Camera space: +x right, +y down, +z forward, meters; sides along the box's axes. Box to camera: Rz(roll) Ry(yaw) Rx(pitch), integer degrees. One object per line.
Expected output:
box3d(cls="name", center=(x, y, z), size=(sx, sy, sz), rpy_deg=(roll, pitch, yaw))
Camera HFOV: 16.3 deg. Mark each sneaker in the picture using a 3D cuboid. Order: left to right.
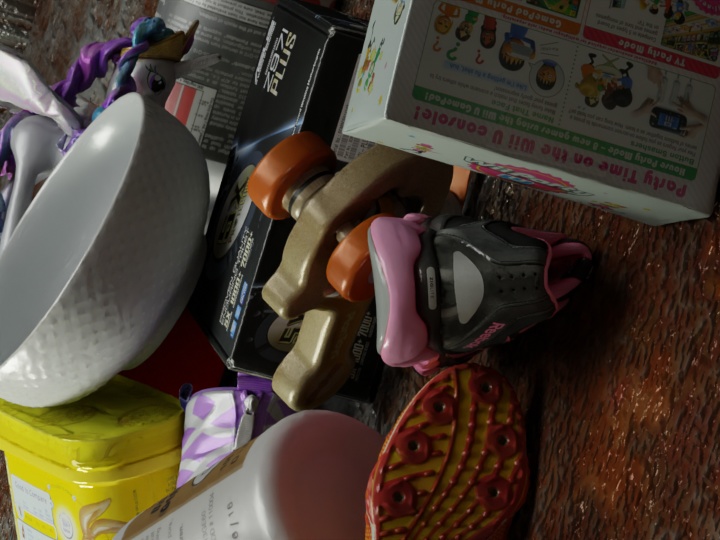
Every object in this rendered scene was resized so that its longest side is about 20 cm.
box3d(cls="sneaker", center=(0.026, 0.138, 1.138), size=(0.077, 0.073, 0.200), rpy_deg=(132, 153, -78))
box3d(cls="sneaker", center=(0.060, 0.006, 1.147), size=(0.200, 0.095, 0.079), rpy_deg=(-25, -75, -82))

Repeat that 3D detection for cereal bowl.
box3d(cls="cereal bowl", center=(-0.150, -0.002, 1.497), size=(0.200, 0.083, 0.200), rpy_deg=(-49, 22, 27))

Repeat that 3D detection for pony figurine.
box3d(cls="pony figurine", center=(-0.201, -0.083, 1.643), size=(0.167, 0.193, 0.200), rpy_deg=(30, -107, -76))

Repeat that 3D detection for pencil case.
box3d(cls="pencil case", center=(-0.065, 0.157, 1.402), size=(0.086, 0.084, 0.200), rpy_deg=(114, 160, -60))

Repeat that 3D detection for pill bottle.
box3d(cls="pill bottle", center=(-0.097, -0.119, 1.715), size=(0.116, 0.116, 0.200), rpy_deg=(-131, 58, -71))
box3d(cls="pill bottle", center=(-0.065, 0.159, 1.249), size=(0.200, 0.114, 0.114), rpy_deg=(-35, 39, 38))

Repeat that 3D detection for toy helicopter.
box3d(cls="toy helicopter", center=(0.000, 0.000, 1.308), size=(0.079, 0.132, 0.200), rpy_deg=(45, 141, 22))

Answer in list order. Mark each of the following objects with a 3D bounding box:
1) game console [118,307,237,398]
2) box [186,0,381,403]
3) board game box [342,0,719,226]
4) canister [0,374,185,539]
box3d(cls="game console", center=(-0.144, 0.095, 1.676), size=(0.172, 0.119, 0.200), rpy_deg=(-121, 48, -68))
box3d(cls="box", center=(-0.023, -0.045, 1.445), size=(0.164, 0.086, 0.200), rpy_deg=(-134, 60, -73))
box3d(cls="board game box", center=(0.089, -0.134, 1.027), size=(0.064, 0.147, 0.200), rpy_deg=(172, 113, -72))
box3d(cls="canister", center=(-0.152, 0.174, 1.520), size=(0.148, 0.086, 0.200), rpy_deg=(16, 117, 55))
